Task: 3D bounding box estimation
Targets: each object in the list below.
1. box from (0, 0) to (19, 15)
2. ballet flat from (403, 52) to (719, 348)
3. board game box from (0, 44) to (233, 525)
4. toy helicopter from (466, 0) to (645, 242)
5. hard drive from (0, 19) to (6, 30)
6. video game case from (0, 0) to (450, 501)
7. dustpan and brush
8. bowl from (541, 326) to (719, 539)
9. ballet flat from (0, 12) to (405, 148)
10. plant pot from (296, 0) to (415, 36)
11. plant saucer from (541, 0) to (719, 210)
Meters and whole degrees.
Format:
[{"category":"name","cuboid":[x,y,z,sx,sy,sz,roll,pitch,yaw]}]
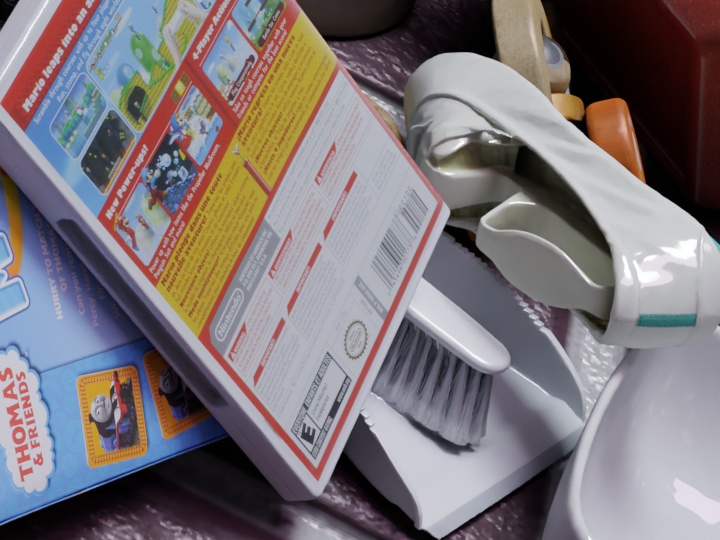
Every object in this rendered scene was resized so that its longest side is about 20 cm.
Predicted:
[{"category":"box","cuboid":[-0.126,-0.192,1.021,0.200,0.124,0.149,24,42,-35]},{"category":"ballet flat","cuboid":[0.062,-0.030,1.092,0.069,0.070,0.200,1,28,-41]},{"category":"board game box","cuboid":[-0.094,-0.006,0.945,0.200,0.037,0.152,-18,98,-53]},{"category":"toy helicopter","cuboid":[0.076,-0.098,1.247,0.200,0.079,0.133,-65,140,-77]},{"category":"hard drive","cuboid":[-0.165,-0.056,1.037,0.199,0.038,0.140,24,32,-14]},{"category":"video game case","cuboid":[-0.047,-0.037,0.966,0.200,0.017,0.143,52,47,-32]},{"category":"dustpan and brush","cuboid":[0.000,0.000,1.081,0.200,0.057,0.139,41,32,15]},{"category":"bowl","cuboid":[0.156,0.124,1.032,0.200,0.075,0.200,34,31,2]},{"category":"ballet flat","cuboid":[-0.070,-0.089,1.152,0.200,0.068,0.072,28,11,-8]},{"category":"plant pot","cuboid":[-0.022,-0.236,1.289,0.199,0.174,0.200,24,32,-16]},{"category":"plant saucer","cuboid":[0.123,-0.128,1.288,0.037,0.200,0.200,-33,67,-8]}]
